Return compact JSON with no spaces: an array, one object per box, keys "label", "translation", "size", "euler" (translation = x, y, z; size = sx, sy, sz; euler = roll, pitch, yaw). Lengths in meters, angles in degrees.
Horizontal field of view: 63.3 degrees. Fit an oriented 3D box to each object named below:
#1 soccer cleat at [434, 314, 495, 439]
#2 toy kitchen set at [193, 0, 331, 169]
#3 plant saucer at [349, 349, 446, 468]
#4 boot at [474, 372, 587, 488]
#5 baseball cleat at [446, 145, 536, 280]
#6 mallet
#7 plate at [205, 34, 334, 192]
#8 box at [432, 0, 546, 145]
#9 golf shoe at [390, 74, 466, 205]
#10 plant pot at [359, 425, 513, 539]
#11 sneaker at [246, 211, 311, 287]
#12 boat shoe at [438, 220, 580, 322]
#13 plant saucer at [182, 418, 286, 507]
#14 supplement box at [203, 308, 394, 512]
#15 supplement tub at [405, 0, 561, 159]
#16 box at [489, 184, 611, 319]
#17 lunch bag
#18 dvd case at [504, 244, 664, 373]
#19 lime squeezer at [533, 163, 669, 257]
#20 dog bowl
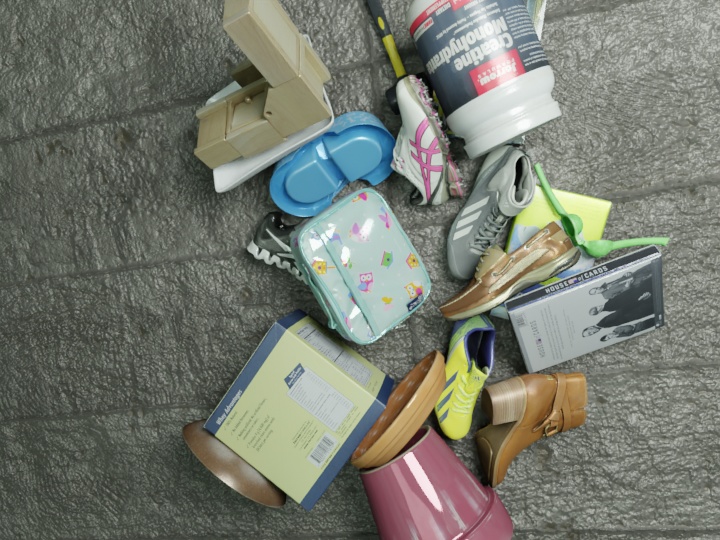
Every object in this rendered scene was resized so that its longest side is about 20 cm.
[{"label":"soccer cleat","translation":[0.156,0.161,0.860],"size":[0.064,0.084,0.203],"euler":[4,101,-22]},{"label":"toy kitchen set","translation":[-0.165,-0.276,0.762],"size":[0.198,0.180,0.165],"euler":[-18,57,22]},{"label":"plant saucer","translation":[0.060,0.203,0.834],"size":[0.037,0.200,0.201],"euler":[38,105,3]},{"label":"boot","translation":[0.255,0.238,0.866],"size":[0.152,0.074,0.202],"euler":[-8,125,-10]},{"label":"baseball cleat","translation":[0.178,-0.073,0.808],"size":[0.069,0.107,0.203],"euler":[11,105,-18]},{"label":"mallet","translation":[0.050,-0.329,0.833],"size":[0.065,0.041,0.203],"euler":[-14,92,16]},{"label":"plate","translation":[-0.134,-0.225,0.850],"size":[0.198,0.032,0.202],"euler":[-28,55,16]},{"label":"box","translation":[0.174,-0.283,0.809],"size":[0.134,0.038,0.203],"euler":[9,101,11]},{"label":"golf shoe","translation":[0.079,-0.164,0.790],"size":[0.091,0.073,0.201],"euler":[-17,132,13]},{"label":"plant pot","translation":[0.095,0.340,0.856],"size":[0.199,0.200,0.181],"euler":[-31,85,16]},{"label":"sneaker","translation":[-0.077,-0.030,0.895],"size":[0.198,0.066,0.092],"euler":[25,108,10]},{"label":"boat shoe","translation":[0.194,0.002,0.794],"size":[0.198,0.076,0.075],"euler":[-29,84,10]},{"label":"plant saucer","translation":[-0.187,0.291,0.918],"size":[0.199,0.200,0.037],"euler":[37,85,5]},{"label":"supplement box","translation":[-0.087,0.203,0.893],"size":[0.199,0.134,0.201],"euler":[36,98,5]},{"label":"supplement tub","translation":[0.153,-0.258,0.725],"size":[0.139,0.140,0.202],"euler":[-23,93,15]},{"label":"box","translation":[0.264,-0.013,0.831],"size":[0.120,0.048,0.203],"euler":[14,102,11]},{"label":"lunch bag","translation":[0.000,0.000,0.835],"size":[0.160,0.077,0.202],"euler":[-35,101,-21]},{"label":"dvd case","translation":[0.303,0.059,0.782],"size":[0.197,0.025,0.151],"euler":[-21,133,10]},{"label":"lime squeezer","translation":[0.301,-0.063,0.771],"size":[0.198,0.038,0.071],"euler":[32,103,7]},{"label":"dog bowl","translation":[-0.042,-0.157,0.850],"size":[0.198,0.050,0.112],"euler":[-27,137,15]}]
